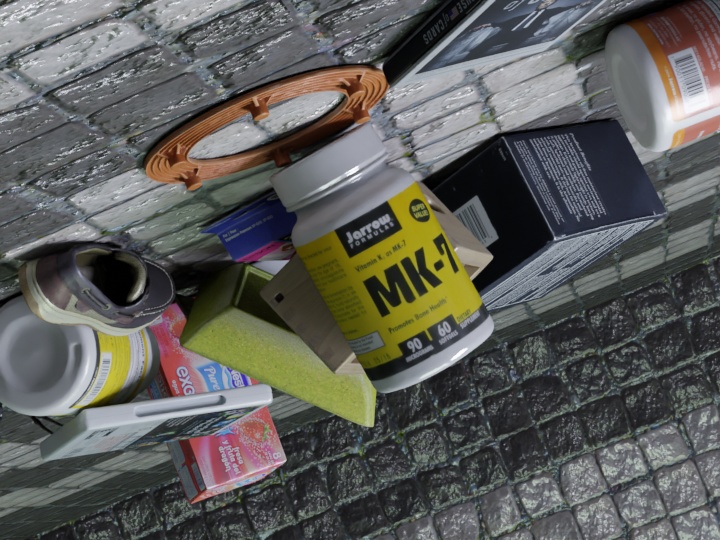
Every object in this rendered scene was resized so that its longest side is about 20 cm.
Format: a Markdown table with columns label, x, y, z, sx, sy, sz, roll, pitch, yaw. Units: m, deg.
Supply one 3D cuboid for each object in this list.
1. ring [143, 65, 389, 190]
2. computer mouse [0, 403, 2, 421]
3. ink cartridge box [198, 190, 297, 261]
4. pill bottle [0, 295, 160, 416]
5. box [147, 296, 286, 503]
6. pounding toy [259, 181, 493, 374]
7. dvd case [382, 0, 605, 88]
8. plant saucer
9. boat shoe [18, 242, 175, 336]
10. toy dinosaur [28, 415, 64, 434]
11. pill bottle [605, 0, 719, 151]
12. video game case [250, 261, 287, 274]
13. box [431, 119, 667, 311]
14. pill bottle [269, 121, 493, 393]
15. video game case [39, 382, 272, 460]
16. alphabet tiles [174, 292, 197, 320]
| label | x | y | z | sx | sy | sz | roll | pitch | yaw |
| --- | --- | --- | --- | --- | --- | --- | --- | --- | --- |
| ring | -0.069 | -0.105 | 1.442 | 0.200 | 0.019 | 0.200 | -21 | 170 | -4 |
| computer mouse | -0.439 | 0.167 | 2.060 | 0.138 | 0.053 | 0.200 | -13 | 156 | -47 |
| ink cartridge box | -0.061 | -0.042 | 1.766 | 0.095 | 0.037 | 0.200 | -27 | 167 | 24 |
| pill bottle | -0.261 | 0.080 | 1.760 | 0.111 | 0.111 | 0.200 | -24 | 170 | 13 |
| box | -0.165 | 0.135 | 2.008 | 0.095 | 0.200 | 0.103 | -18 | 169 | -21 |
| pounding toy | 0.000 | 0.000 | 1.721 | 0.184 | 0.142 | 0.200 | -45 | 168 | 9 |
| dvd case | 0.121 | -0.194 | 1.352 | 0.150 | 0.025 | 0.200 | -17 | 170 | -31 |
| plant saucer | -0.066 | 0.060 | 1.841 | 0.200 | 0.200 | 0.048 | -83 | -161 | -72 |
| boat shoe | -0.212 | 0.013 | 1.626 | 0.065 | 0.072 | 0.200 | -21 | 166 | 25 |
| toy dinosaur | -0.342 | 0.120 | 1.907 | 0.181 | 0.105 | 0.200 | 11 | 162 | -39 |
| pill bottle | 0.315 | -0.182 | 1.577 | 0.200 | 0.112 | 0.112 | -20 | 170 | -7 |
| video game case | -0.045 | -0.006 | 2.033 | 0.200 | 0.022 | 0.182 | -21 | 170 | -6 |
| box | 0.164 | -0.049 | 1.919 | 0.198 | 0.123 | 0.200 | -11 | 161 | -47 |
| pill bottle | 0.014 | -0.012 | 1.539 | 0.114 | 0.200 | 0.114 | -30 | -174 | 3 |
| video game case | -0.199 | 0.146 | 1.814 | 0.182 | 0.023 | 0.200 | -7 | 169 | -23 |
| alphabet tiles | -0.090 | 0.066 | 1.925 | 0.200 | 0.006 | 0.166 | 17 | -168 | -21 |
